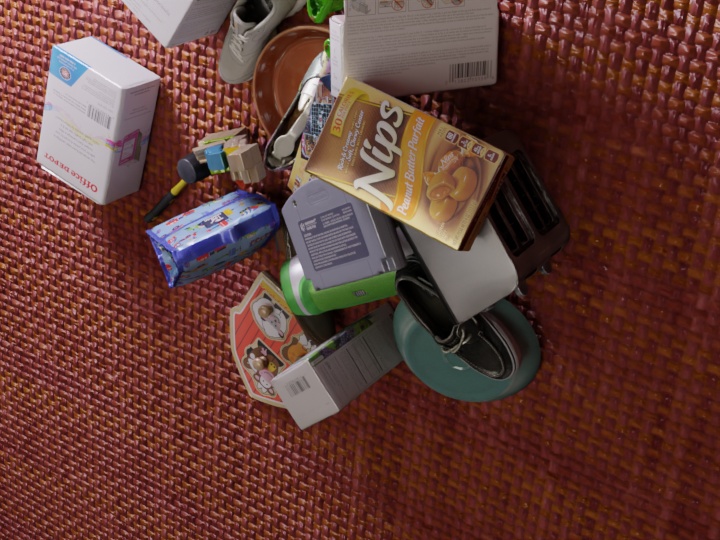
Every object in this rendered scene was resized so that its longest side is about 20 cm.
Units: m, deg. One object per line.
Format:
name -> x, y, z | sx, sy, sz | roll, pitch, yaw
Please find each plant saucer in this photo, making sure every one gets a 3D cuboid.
plant saucer -> 0.130, 0.103, 1.566 | 0.199, 0.036, 0.201 | 13, 131, 15
plant saucer -> -0.048, -0.222, 1.579 | 0.199, 0.032, 0.201 | 15, 123, 24

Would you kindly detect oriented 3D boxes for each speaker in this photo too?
speaker -> 0.000, 0.000, 1.585 | 0.199, 0.088, 0.089 | -15, 102, 17

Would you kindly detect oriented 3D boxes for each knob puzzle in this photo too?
knob puzzle -> -0.127, 0.127, 1.802 | 0.219, 0.030, 0.221 | 15, 118, 29

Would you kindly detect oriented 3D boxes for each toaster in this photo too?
toaster -> 0.139, -0.060, 1.438 | 0.118, 0.181, 0.201 | -28, 92, 34

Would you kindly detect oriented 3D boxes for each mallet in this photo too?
mallet -> -0.273, -0.115, 1.775 | 0.200, 0.066, 0.041 | -37, 89, 40

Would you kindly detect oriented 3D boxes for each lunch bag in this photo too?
lunch bag -> -0.191, -0.041, 1.639 | 0.094, 0.150, 0.200 | 67, 165, -8

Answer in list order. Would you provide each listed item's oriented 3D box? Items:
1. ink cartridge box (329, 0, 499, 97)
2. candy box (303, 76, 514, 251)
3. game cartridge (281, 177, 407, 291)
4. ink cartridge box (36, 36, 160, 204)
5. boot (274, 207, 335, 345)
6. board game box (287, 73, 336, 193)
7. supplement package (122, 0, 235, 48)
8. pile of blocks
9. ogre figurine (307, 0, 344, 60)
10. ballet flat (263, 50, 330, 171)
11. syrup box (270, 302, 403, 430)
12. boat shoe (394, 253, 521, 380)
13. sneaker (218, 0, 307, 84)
ink cartridge box -> 0.062, -0.289, 1.385 | 0.044, 0.199, 0.175 | -138, 42, -58
candy box -> 0.052, -0.115, 1.323 | 0.199, 0.055, 0.116 | 28, 98, 16
game cartridge -> -0.024, -0.051, 1.464 | 0.200, 0.041, 0.134 | -14, 100, 59
ink cartridge box -> -0.389, -0.220, 1.799 | 0.144, 0.085, 0.201 | 32, 124, 20
boot -> -0.051, 0.006, 1.667 | 0.097, 0.075, 0.201 | -8, 103, 40
board game box -> -0.019, -0.125, 1.478 | 0.136, 0.035, 0.200 | 51, 147, 20
supplement package -> -0.211, -0.405, 1.575 | 0.114, 0.109, 0.200 | 46, 129, 9
pile of blocks -> -0.175, -0.140, 1.629 | 0.082, 0.200, 0.062 | -17, 107, -7
ogre figurine -> 0.001, -0.306, 1.453 | 0.098, 0.120, 0.201 | -22, 100, 54
ballet flat -> -0.066, -0.194, 1.540 | 0.069, 0.071, 0.200 | 37, 129, -1
syrup box -> -0.019, 0.124, 1.614 | 0.079, 0.200, 0.082 | -31, 92, 39
boat shoe -> 0.110, 0.069, 1.475 | 0.200, 0.071, 0.072 | 42, 123, -6
sneaker -> -0.146, -0.316, 1.580 | 0.076, 0.092, 0.200 | 46, 130, 9
